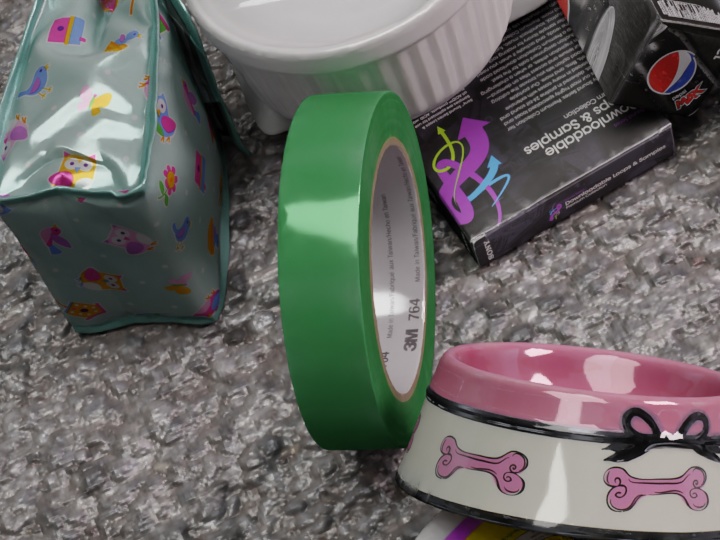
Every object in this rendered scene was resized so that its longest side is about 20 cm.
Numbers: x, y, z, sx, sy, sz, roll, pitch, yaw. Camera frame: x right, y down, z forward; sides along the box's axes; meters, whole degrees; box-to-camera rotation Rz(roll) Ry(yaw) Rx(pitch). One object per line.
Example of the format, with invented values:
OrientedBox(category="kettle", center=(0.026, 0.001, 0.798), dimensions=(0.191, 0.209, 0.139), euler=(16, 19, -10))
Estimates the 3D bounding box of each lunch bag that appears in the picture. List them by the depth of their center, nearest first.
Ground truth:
OrientedBox(category="lunch bag", center=(-0.141, -0.088, 1.690), dimensions=(0.121, 0.171, 0.201), euler=(-2, 59, 13))

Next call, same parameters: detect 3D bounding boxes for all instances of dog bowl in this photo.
OrientedBox(category="dog bowl", center=(0.120, 0.087, 1.486), dimensions=(0.199, 0.200, 0.074), euler=(9, 97, 20))

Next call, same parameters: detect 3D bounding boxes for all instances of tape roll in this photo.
OrientedBox(category="tape roll", center=(0.000, 0.000, 1.576), dimensions=(0.048, 0.201, 0.201), euler=(-2, 57, 14))

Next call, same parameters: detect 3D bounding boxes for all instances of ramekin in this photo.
OrientedBox(category="ramekin", center=(0.000, -0.171, 1.665), dimensions=(0.201, 0.094, 0.203), euler=(-11, 48, 13))

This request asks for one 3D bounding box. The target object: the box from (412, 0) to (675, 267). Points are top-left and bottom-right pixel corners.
OrientedBox(category="box", center=(0.084, -0.110, 1.728), dimensions=(0.142, 0.036, 0.200), euler=(-30, 53, -5))

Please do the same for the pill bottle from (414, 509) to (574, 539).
OrientedBox(category="pill bottle", center=(0.116, 0.206, 1.469), dimensions=(0.200, 0.104, 0.104), euler=(32, 70, 30))

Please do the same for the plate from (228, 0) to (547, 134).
OrientedBox(category="plate", center=(-0.005, -0.196, 1.774), dimensions=(0.199, 0.032, 0.200), euler=(-26, 47, 0))

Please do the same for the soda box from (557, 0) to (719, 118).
OrientedBox(category="soda box", center=(0.159, -0.184, 1.708), dimensions=(0.063, 0.071, 0.201), euler=(9, 39, -28))
